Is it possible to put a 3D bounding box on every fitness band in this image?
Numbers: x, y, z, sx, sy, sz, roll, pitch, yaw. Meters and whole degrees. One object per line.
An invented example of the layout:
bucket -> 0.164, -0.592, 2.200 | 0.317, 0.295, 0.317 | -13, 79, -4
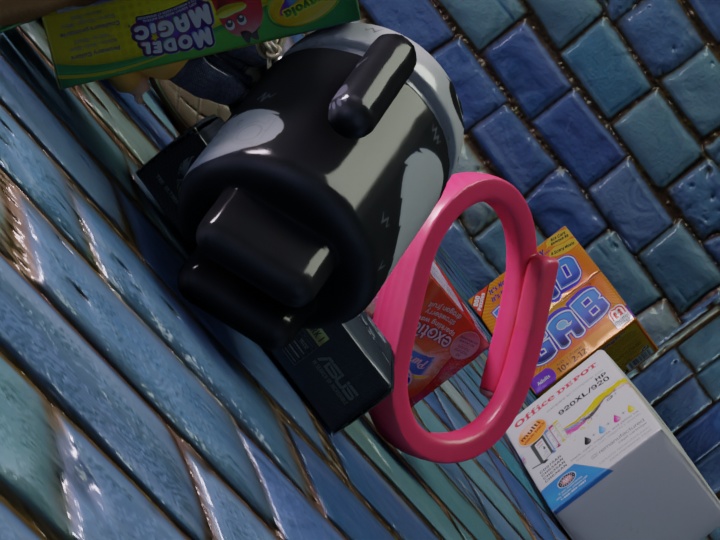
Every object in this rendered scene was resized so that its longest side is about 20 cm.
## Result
fitness band -> 0.068, 0.032, 1.498 | 0.143, 0.201, 0.037 | 10, 4, -43

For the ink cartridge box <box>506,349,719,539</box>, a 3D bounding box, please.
ink cartridge box -> 0.269, 0.213, 2.325 | 0.145, 0.147, 0.200 | 50, 5, -25

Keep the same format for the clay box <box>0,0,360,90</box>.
clay box -> -0.104, -0.147, 1.243 | 0.115, 0.199, 0.048 | -107, -177, -76

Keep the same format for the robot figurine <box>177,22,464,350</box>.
robot figurine -> -0.020, -0.048, 1.198 | 0.125, 0.150, 0.200 | 59, 44, -25

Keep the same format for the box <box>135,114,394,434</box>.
box -> -0.055, -0.002, 1.359 | 0.200, 0.051, 0.158 | 53, 6, -4

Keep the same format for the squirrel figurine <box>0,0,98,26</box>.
squirrel figurine -> -0.144, -0.215, 1.215 | 0.187, 0.199, 0.142 | -165, -118, -81

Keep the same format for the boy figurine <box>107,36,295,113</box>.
boy figurine -> -0.130, -0.164, 1.450 | 0.200, 0.124, 0.065 | 24, 34, -41

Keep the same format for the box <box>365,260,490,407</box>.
box -> 0.000, 0.000, 1.598 | 0.100, 0.095, 0.200 | 49, 6, -42

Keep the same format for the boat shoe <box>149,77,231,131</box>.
boat shoe -> -0.096, -0.104, 1.695 | 0.200, 0.072, 0.067 | 42, -25, -24

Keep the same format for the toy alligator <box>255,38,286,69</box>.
toy alligator -> -0.044, -0.069, 1.451 | 0.054, 0.059, 0.201 | 19, -64, 57

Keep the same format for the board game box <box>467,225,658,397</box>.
board game box -> 0.330, 0.089, 3.521 | 0.200, 0.200, 0.200 | 55, 5, 24
